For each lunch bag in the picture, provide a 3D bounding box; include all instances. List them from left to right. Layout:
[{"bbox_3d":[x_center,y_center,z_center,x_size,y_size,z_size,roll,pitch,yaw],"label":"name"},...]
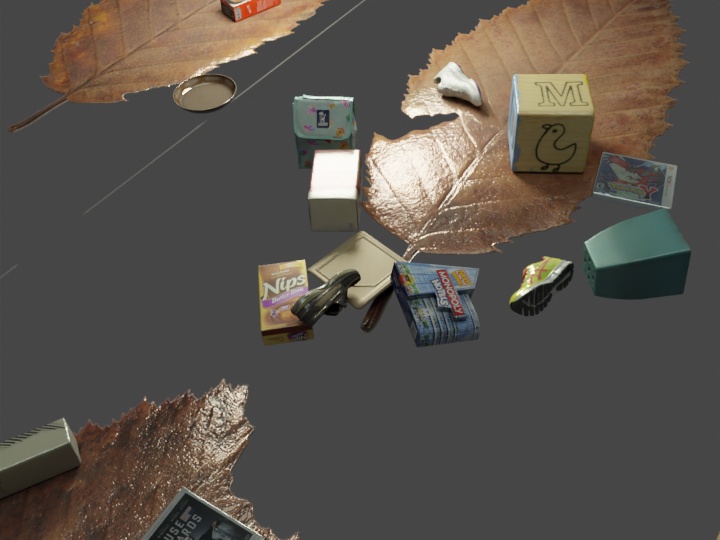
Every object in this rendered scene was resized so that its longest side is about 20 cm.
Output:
[{"bbox_3d":[-0.094,-0.379,2.066,0.167,0.202,0.123,3,45,5],"label":"lunch bag"}]

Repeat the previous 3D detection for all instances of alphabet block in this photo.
[{"bbox_3d":[0.504,-0.395,2.050,0.196,0.197,0.199,1,47,6],"label":"alphabet block"}]

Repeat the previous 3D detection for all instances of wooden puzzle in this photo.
[{"bbox_3d":[0.000,0.000,1.813,0.184,0.038,0.199,-36,49,-27],"label":"wooden puzzle"}]

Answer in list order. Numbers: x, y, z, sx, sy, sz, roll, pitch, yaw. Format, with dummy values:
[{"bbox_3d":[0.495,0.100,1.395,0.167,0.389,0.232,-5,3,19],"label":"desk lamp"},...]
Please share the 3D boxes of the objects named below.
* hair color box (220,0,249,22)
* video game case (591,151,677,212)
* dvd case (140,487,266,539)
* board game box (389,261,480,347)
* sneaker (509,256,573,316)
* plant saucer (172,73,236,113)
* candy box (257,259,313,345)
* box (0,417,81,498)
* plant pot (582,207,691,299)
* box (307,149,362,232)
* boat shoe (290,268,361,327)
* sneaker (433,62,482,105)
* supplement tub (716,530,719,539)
[{"bbox_3d":[-0.396,-0.974,2.760,0.198,0.062,0.101,-32,53,-24],"label":"hair color box"},{"bbox_3d":[0.715,-0.232,1.994,0.196,0.023,0.184,14,48,17],"label":"video game case"},{"bbox_3d":[-0.287,0.493,1.358,0.197,0.025,0.151,22,51,22],"label":"dvd case"},{"bbox_3d":[0.189,0.063,1.697,0.196,0.062,0.202,-6,49,-18],"label":"board game box"},{"bbox_3d":[0.393,0.032,1.733,0.198,0.079,0.090,-31,43,-31],"label":"sneaker"},{"bbox_3d":[-0.479,-0.542,2.368,0.196,0.032,0.203,-1,46,1],"label":"plant saucer"},{"bbox_3d":[-0.171,0.070,1.739,0.114,0.057,0.202,-8,45,-3],"label":"candy box"},{"bbox_3d":[-0.647,0.366,1.466,0.197,0.083,0.069,-20,46,-17],"label":"box"},{"bbox_3d":[0.610,-0.024,1.723,0.196,0.143,0.143,-12,45,2],"label":"plant pot"},{"bbox_3d":[-0.062,-0.206,1.961,0.125,0.110,0.202,0,45,3],"label":"box"},{"bbox_3d":[-0.066,0.066,1.685,0.199,0.075,0.074,-32,80,-37],"label":"boat shoe"},{"bbox_3d":[0.294,-0.543,2.305,0.099,0.075,0.201,-33,50,-2],"label":"sneaker"},{"bbox_3d":[0.658,0.458,1.245,0.143,0.146,0.200,26,53,26],"label":"supplement tub"}]
